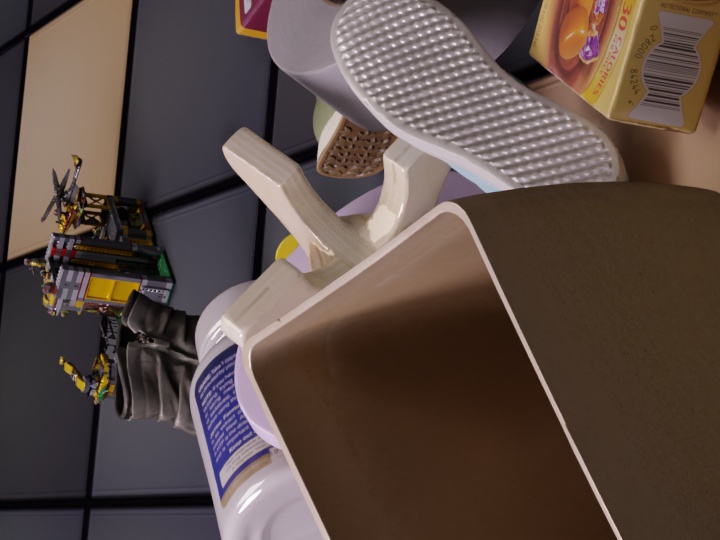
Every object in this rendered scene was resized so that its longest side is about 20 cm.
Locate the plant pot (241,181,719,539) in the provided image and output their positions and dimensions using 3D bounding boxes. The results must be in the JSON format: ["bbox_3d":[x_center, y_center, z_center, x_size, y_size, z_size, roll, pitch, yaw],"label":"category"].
[{"bbox_3d":[0.097,0.068,1.183,0.200,0.176,0.201,-34,79,52],"label":"plant pot"}]

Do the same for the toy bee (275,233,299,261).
[{"bbox_3d":[0.002,0.016,1.607,0.109,0.131,0.201,-39,30,26],"label":"toy bee"}]

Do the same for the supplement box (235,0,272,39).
[{"bbox_3d":[-0.014,-0.247,1.759,0.200,0.085,0.111,135,138,-57],"label":"supplement box"}]

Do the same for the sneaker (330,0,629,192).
[{"bbox_3d":[0.065,-0.079,1.415,0.200,0.082,0.074,41,85,24],"label":"sneaker"}]

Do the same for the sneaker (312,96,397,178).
[{"bbox_3d":[0.014,-0.143,1.677,0.200,0.067,0.090,129,140,-56],"label":"sneaker"}]

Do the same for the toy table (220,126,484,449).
[{"bbox_3d":[0.000,0.000,1.482,0.200,0.183,0.117,-57,-27,-20],"label":"toy table"}]

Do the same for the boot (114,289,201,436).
[{"bbox_3d":[-0.115,0.108,1.832,0.068,0.130,0.201,121,149,-46],"label":"boot"}]

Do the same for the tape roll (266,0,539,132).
[{"bbox_3d":[0.034,-0.183,1.538,0.200,0.066,0.201,-37,33,29],"label":"tape roll"}]

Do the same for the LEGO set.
[{"bbox_3d":[-0.243,0.013,2.205,0.201,0.115,0.154,-106,32,-46],"label":"LEGO set"}]

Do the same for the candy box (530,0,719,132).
[{"bbox_3d":[0.156,-0.186,1.332,0.117,0.056,0.201,-129,49,-62],"label":"candy box"}]

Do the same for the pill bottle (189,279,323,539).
[{"bbox_3d":[-0.048,0.102,1.684,0.200,0.119,0.120,-109,34,-48],"label":"pill bottle"}]
